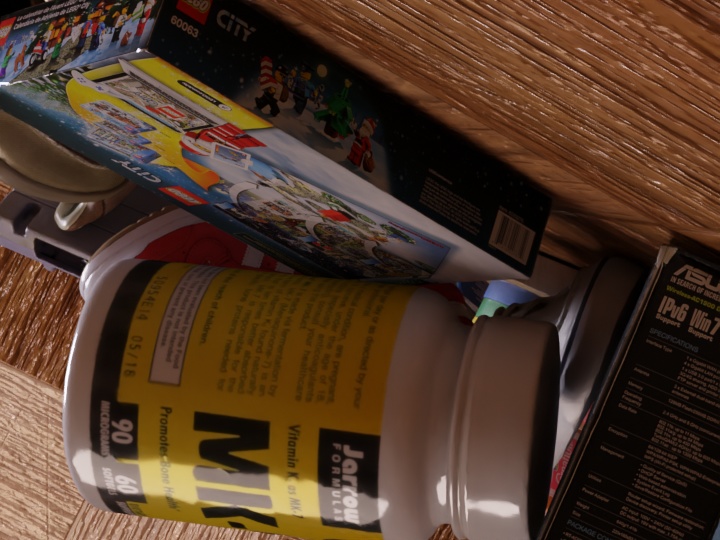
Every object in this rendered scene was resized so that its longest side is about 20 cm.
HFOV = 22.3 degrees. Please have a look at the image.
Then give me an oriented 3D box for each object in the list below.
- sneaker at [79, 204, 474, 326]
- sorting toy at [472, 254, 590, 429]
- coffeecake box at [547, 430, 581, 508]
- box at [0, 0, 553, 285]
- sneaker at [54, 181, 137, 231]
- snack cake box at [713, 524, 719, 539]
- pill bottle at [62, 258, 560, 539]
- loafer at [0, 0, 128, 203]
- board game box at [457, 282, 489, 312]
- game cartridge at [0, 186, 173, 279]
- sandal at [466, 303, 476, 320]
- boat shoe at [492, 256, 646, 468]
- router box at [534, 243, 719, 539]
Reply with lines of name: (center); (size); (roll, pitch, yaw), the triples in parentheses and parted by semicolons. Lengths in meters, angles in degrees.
sneaker: (-0.031, 0.023, 0.893); (0.199, 0.071, 0.113); (-9, -122, -30)
sorting toy: (0.155, 0.065, 1.013); (0.198, 0.070, 0.200); (24, 176, 40)
coffeecake box: (0.188, 0.143, 1.181); (0.199, 0.154, 0.073); (28, 139, -13)
box: (-0.039, -0.050, 0.741); (0.199, 0.038, 0.136); (29, 161, -34)
sneaker: (-0.183, -0.096, 0.914); (0.200, 0.076, 0.070); (42, 172, -32)
snack cake box: (0.279, 0.176, 1.024); (0.114, 0.068, 0.200); (-2, -164, -6)
pill bottle: (-0.018, 0.059, 0.793); (0.198, 0.115, 0.114); (5, 172, 13)
loafer: (-0.164, -0.098, 0.828); (0.067, 0.077, 0.200); (-27, 140, 28)
board game box: (0.027, 0.018, 1.198); (0.134, 0.035, 0.200); (1, 169, 18)
game cartridge: (-0.083, -0.026, 1.001); (0.199, 0.130, 0.039); (23, 137, 13)
sandal: (0.000, 0.000, 1.051); (0.200, 0.082, 0.055); (42, 157, 5)
boat shoe: (0.082, 0.048, 0.881); (0.065, 0.072, 0.200); (28, 154, 6)
router box: (0.124, 0.080, 0.772); (0.062, 0.151, 0.200); (23, 177, 10)
